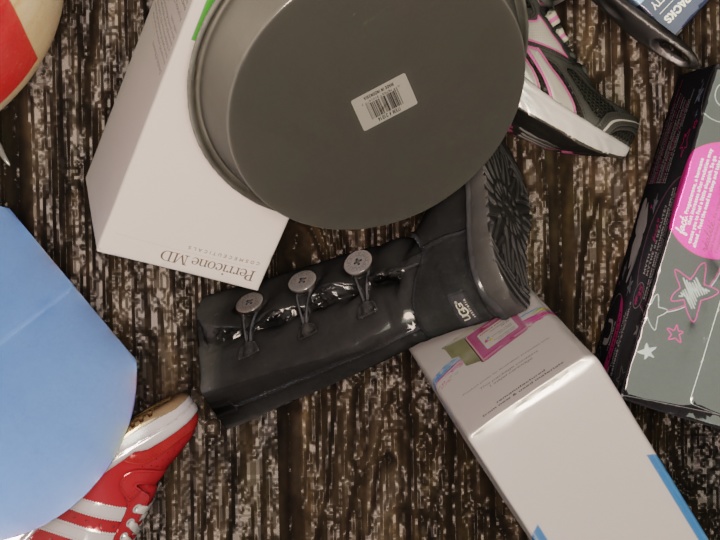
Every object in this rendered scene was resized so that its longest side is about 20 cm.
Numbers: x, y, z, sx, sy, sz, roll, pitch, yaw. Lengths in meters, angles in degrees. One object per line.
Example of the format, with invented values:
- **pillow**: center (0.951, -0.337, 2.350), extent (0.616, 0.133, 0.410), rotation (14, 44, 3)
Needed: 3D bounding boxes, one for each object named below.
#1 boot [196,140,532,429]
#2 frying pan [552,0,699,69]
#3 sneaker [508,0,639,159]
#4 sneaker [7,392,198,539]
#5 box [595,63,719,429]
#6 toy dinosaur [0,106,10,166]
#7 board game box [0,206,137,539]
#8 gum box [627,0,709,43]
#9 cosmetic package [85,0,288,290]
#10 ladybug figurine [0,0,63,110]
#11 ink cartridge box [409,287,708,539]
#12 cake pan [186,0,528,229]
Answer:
- **boot**: center (0.000, 0.000, 1.385), extent (0.199, 0.165, 0.066), rotation (-24, 118, 20)
- **frying pan**: center (0.119, -0.194, 1.371), extent (0.189, 0.116, 0.031), rotation (18, 48, 18)
- **sneaker**: center (0.093, -0.136, 1.371), extent (0.199, 0.080, 0.087), rotation (30, 84, -27)
- **sneaker**: center (-0.151, 0.170, 1.386), extent (0.200, 0.071, 0.113), rotation (-40, 89, 6)
- **box**: center (0.231, -0.007, 1.383), extent (0.131, 0.115, 0.202), rotation (16, 91, -5)
- **toy dinosaur**: center (-0.238, -0.158, 1.384), extent (0.101, 0.077, 0.202), rotation (17, 86, -16)
- **board game box**: center (-0.229, 0.060, 1.354), extent (0.158, 0.039, 0.200), rotation (-40, 86, -19)
- **gum box**: center (0.173, -0.269, 1.408), extent (0.200, 0.045, 0.170), rotation (44, 89, -2)
- **cosmetic package**: center (-0.075, -0.101, 1.328), extent (0.107, 0.085, 0.201), rotation (12, 119, -20)
- **ladybug figurine**: center (-0.256, -0.135, 1.307), extent (0.199, 0.072, 0.136), rotation (-37, 97, -6)
- **ink cartridge box**: center (0.110, 0.098, 1.325), extent (0.084, 0.200, 0.145), rotation (-33, 106, 1)
- **cake pan**: center (0.005, -0.103, 1.272), extent (0.198, 0.037, 0.202), rotation (-12, 129, -15)
